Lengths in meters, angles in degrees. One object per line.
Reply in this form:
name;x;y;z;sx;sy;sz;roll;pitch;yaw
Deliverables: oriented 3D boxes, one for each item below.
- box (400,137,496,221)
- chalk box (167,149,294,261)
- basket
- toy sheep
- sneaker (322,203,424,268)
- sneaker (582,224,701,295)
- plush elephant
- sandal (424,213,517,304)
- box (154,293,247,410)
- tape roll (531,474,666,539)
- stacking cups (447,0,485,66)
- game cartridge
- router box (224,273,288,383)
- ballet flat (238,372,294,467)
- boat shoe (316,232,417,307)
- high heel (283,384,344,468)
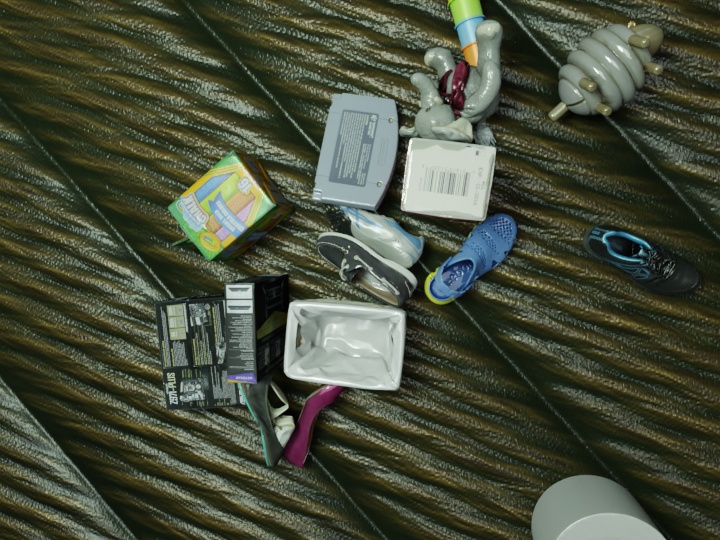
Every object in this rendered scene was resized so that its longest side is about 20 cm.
box;0.137;-0.138;0.869;0.127;0.200;0.110;8;95;7
chalk box;-0.242;-0.096;0.963;0.200;0.125;0.124;-39;88;10
basket;-0.020;0.120;0.948;0.199;0.123;0.136;5;94;7
toy sheep;0.385;-0.312;0.859;0.200;0.138;0.138;-36;89;15
sneaker;0.022;-0.074;0.964;0.199;0.072;0.073;32;55;13
sneaker;0.469;-0.013;0.892;0.199;0.082;0.074;24;95;4
plush elephant;0.139;-0.272;0.875;0.154;0.164;0.201;-28;112;-28
sandal;0.193;-0.016;0.929;0.079;0.087;0.200;42;96;5
box;-0.277;0.147;1.003;0.163;0.086;0.201;-6;93;8
tape roll;0.400;0.469;0.906;0.202;0.139;0.204;1;95;8
stacking cups;0.188;-0.401;0.914;0.060;0.061;0.201;-14;92;8
game cartridge;-0.002;-0.207;0.945;0.132;0.042;0.201;11;80;3
router box;-0.171;0.090;0.927;0.052;0.200;0.158;-1;93;8
ballet flat;-0.154;0.262;0.947;0.068;0.068;0.201;-14;116;-4
boat shoe;0.000;0.000;0.949;0.199;0.074;0.060;30;55;11
high heel;-0.074;0.275;0.996;0.200;0.067;0.096;-42;84;21
